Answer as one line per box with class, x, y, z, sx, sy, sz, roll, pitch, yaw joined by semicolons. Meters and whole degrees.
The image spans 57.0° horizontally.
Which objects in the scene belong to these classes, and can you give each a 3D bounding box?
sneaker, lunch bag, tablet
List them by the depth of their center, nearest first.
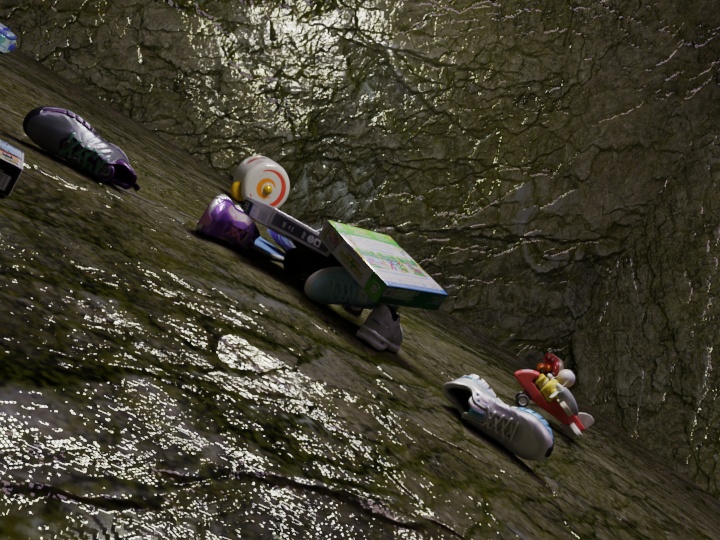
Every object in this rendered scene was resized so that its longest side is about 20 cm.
sneaker;0.204;0.231;1.028;0.198;0.076;0.086;29;11;40
sneaker;-0.439;-0.193;1.069;0.087;0.075;0.199;40;6;32
sneaker;0.055;0.101;1.240;0.074;0.083;0.200;33;4;10
sneaker;-0.006;0.036;1.258;0.196;0.076;0.082;0;10;-24
sneaker;-0.242;-0.082;1.258;0.088;0.081;0.200;40;4;6
sneaker;-0.061;0.010;1.397;0.198;0.085;0.120;20;1;43
tablet;-0.228;-0.058;1.504;0.129;0.014;0.200;33;3;14
sneaker;-0.133;-0.046;1.585;0.113;0.073;0.200;30;-4;40
lunch bag;-1.236;-0.798;2.214;0.159;0.083;0.200;33;4;-27

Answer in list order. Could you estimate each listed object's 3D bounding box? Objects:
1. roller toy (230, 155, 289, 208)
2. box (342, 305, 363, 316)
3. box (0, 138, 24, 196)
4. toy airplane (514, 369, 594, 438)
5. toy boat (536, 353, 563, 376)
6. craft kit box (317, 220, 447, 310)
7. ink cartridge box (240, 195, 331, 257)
roller toy;-0.348;-0.302;2.331;0.198;0.185;0.139;29;5;-36
box;0.000;0.000;1.507;0.044;0.162;0.200;28;4;-16
box;-0.449;-0.149;0.675;0.198;0.035;0.110;30;4;-32
toy airplane;0.500;0.320;1.657;0.197;0.143;0.200;30;4;-35
toy boat;1.029;0.535;3.633;0.127;0.134;0.200;0;9;-8
craft kit box;0.043;-0.008;1.257;0.198;0.049;0.198;11;32;-49
ink cartridge box;-0.131;-0.080;1.348;0.198;0.044;0.197;27;0;-28
